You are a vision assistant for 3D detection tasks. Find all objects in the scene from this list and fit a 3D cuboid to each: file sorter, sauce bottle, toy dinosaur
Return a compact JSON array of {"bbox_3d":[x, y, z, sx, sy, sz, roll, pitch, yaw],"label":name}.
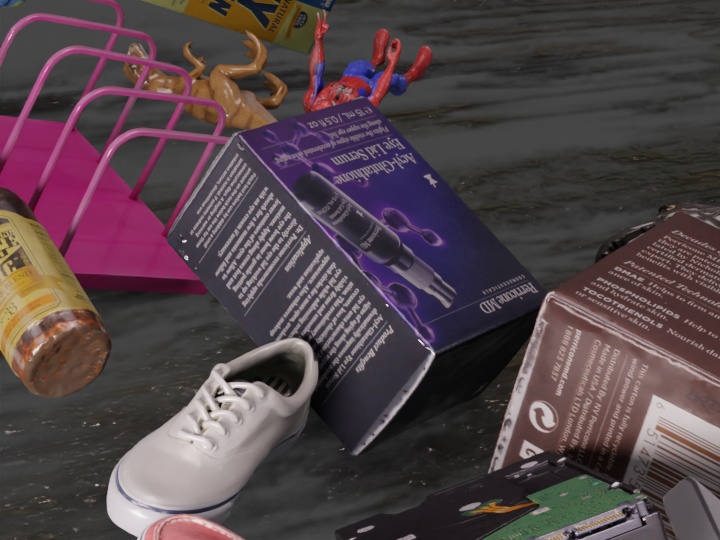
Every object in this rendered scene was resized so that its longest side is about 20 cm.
[{"bbox_3d":[-0.183,-0.093,1.559,0.139,0.126,0.200,4,32,-45],"label":"file sorter"},{"bbox_3d":[-0.225,-0.005,1.450,0.066,0.066,0.200,-5,41,-36],"label":"sauce bottle"},{"bbox_3d":[-0.099,-0.131,1.819,0.200,0.060,0.106,26,52,30],"label":"toy dinosaur"}]

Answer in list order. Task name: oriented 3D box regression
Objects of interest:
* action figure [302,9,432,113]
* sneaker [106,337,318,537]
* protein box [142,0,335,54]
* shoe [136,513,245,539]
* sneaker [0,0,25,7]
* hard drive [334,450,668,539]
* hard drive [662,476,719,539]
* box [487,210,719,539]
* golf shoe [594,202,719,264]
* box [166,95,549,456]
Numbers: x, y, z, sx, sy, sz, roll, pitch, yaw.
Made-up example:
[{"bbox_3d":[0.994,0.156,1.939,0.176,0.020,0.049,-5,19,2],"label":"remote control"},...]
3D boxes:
[{"bbox_3d":[0.006,-0.178,1.908,0.065,0.099,0.200,21,29,13],"label":"action figure"},{"bbox_3d":[-0.087,0.093,1.356,0.073,0.071,0.200,23,27,14],"label":"sneaker"},{"bbox_3d":[-0.135,-0.309,1.983,0.198,0.135,0.200,14,21,-43],"label":"protein box"},{"bbox_3d":[-0.046,0.169,1.196,0.071,0.091,0.200,-26,48,-32],"label":"shoe"},{"bbox_3d":[-0.344,-0.273,1.906,0.071,0.083,0.200,-8,36,-39],"label":"sneaker"},{"bbox_3d":[0.071,0.147,1.231,0.140,0.038,0.200,-20,5,-10],"label":"hard drive"},{"bbox_3d":[0.253,0.209,1.262,0.200,0.027,0.132,39,17,-26],"label":"hard drive"},{"bbox_3d":[0.204,0.089,1.418,0.164,0.166,0.200,27,28,22],"label":"box"},{"bbox_3d":[0.243,-0.011,1.757,0.200,0.078,0.094,-3,15,-37],"label":"golf shoe"},{"bbox_3d":[0.000,0.000,1.485,0.200,0.104,0.148,47,35,15],"label":"box"}]
